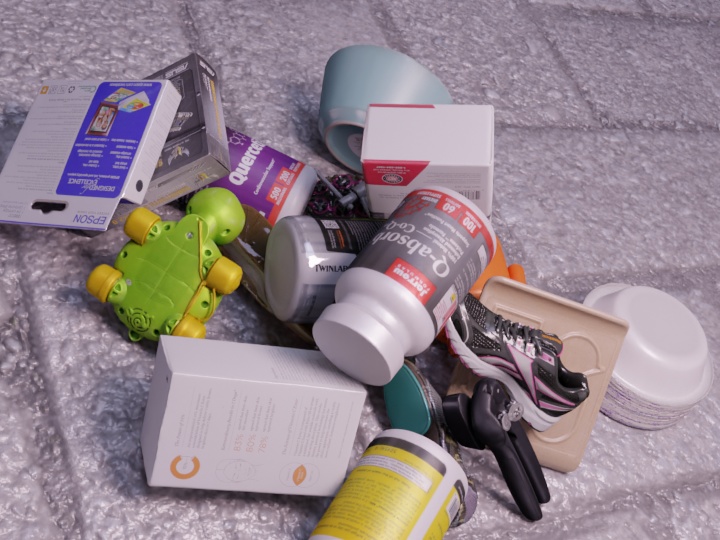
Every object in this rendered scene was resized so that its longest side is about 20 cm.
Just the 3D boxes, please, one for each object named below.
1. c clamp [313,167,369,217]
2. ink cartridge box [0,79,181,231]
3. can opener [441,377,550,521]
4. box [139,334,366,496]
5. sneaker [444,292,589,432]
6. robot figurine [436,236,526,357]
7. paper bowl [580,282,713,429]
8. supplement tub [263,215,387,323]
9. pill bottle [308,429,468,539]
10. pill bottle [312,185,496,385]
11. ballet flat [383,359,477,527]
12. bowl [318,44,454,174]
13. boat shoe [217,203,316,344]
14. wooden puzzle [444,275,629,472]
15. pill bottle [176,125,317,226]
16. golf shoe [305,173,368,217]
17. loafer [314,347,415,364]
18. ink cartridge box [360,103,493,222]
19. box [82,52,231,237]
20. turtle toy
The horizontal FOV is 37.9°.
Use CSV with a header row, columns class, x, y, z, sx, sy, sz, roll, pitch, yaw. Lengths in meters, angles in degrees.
class,x,y,z,sx,sy,sz,roll,pitch,yaw
c clamp,0.064,-0.119,1.362,0.200,0.027,0.171,-28,63,-12
ink cartridge box,-0.323,-0.129,1.209,0.198,0.043,0.200,6,65,28
can opener,0.166,0.199,1.170,0.063,0.079,0.200,-53,123,-31
box,-0.112,0.149,1.071,0.200,0.124,0.097,8,17,-20
sneaker,0.179,0.087,1.165,0.200,0.086,0.080,42,34,-21
robot figurine,0.132,0.016,1.340,0.144,0.117,0.200,-20,48,15
paper bowl,0.376,0.101,1.392,0.201,0.104,0.201,15,44,-15
supplement tub,0.000,0.000,1.202,0.200,0.123,0.123,0,50,-25
pill bottle,0.016,0.267,1.041,0.114,0.114,0.200,33,55,5
pill bottle,0.046,0.015,1.081,0.116,0.116,0.200,35,60,7
ballet flat,0.082,0.195,1.185,0.072,0.072,0.200,-3,60,-28
bowl,0.021,-0.205,1.456,0.201,0.201,0.105,27,63,-1
boat shoe,-0.101,0.011,1.263,0.074,0.066,0.200,-31,80,-35
wooden puzzle,0.201,0.123,1.248,0.185,0.200,0.046,19,6,-9
pill bottle,-0.163,-0.117,1.318,0.200,0.112,0.112,26,44,-2
golf shoe,0.022,-0.081,1.410,0.200,0.092,0.073,0,63,1
loafer,-0.021,0.097,1.213,0.200,0.070,0.070,-10,98,-40
ink cartridge box,0.083,-0.105,1.233,0.145,0.200,0.083,1,64,6
box,-0.257,-0.149,1.245,0.048,0.200,0.158,42,29,-55
turtle toy,-0.201,-0.006,1.178,0.146,0.101,0.200,32,86,4
